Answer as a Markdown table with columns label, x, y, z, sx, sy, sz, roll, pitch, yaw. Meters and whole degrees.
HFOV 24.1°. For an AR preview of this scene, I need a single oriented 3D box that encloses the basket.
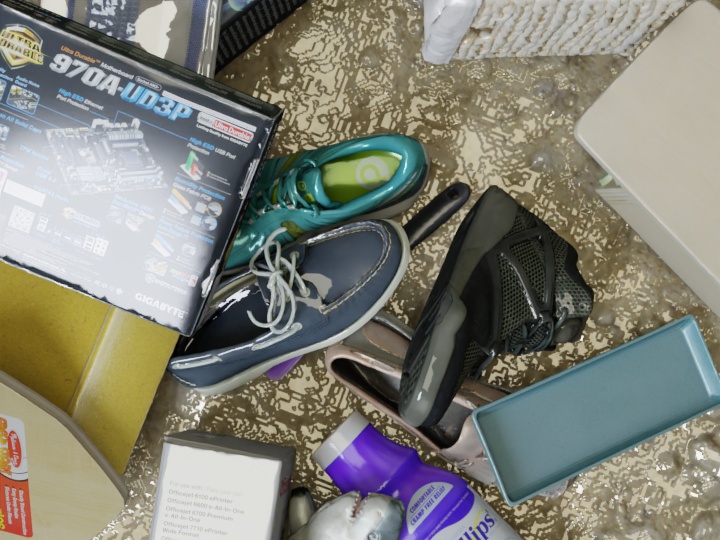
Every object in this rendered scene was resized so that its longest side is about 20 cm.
| label | x | y | z | sx | sy | sz | roll | pitch | yaw |
| --- | --- | --- | --- | --- | --- | --- | --- | --- | --- |
| basket | 0.124 | -0.255 | 1.151 | 0.160 | 0.198 | 0.201 | -1 | 86 | -3 |

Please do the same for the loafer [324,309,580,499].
| label | x | y | z | sx | sy | sz | roll | pitch | yaw |
| --- | --- | --- | --- | --- | --- | --- | --- | --- | --- |
| loafer | 0.061 | 0.105 | 1.186 | 0.199 | 0.063 | 0.072 | 34 | 123 | 7 |

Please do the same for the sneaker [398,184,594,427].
| label | x | y | z | sx | sy | sz | roll | pitch | yaw |
| --- | --- | --- | --- | --- | --- | --- | --- | --- | --- |
| sneaker | 0.099 | 0.039 | 1.162 | 0.114 | 0.076 | 0.200 | 30 | 50 | -3 |

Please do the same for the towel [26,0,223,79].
| label | x | y | z | sx | sy | sz | roll | pitch | yaw |
| --- | --- | --- | --- | --- | --- | --- | --- | --- | --- |
| towel | -0.191 | -0.154 | 1.130 | 0.199 | 0.024 | 0.148 | 9 | 87 | 2 |

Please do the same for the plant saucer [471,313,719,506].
| label | x | y | z | sx | sy | sz | roll | pitch | yaw |
| --- | --- | --- | --- | --- | --- | --- | --- | --- | --- |
| plant saucer | 0.167 | 0.096 | 1.177 | 0.199 | 0.019 | 0.070 | -21 | 87 | -25 |

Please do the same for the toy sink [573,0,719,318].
| label | x | y | z | sx | sy | sz | roll | pitch | yaw |
| --- | --- | --- | --- | --- | --- | --- | --- | --- | --- |
| toy sink | 0.247 | -0.071 | 1.173 | 0.200 | 0.112 | 0.130 | 44 | 89 | -5 |

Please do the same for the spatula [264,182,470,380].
| label | x | y | z | sx | sy | sz | roll | pitch | yaw |
| --- | --- | --- | --- | --- | --- | --- | --- | --- | --- |
| spatula | 0.000 | 0.000 | 1.221 | 0.200 | 0.021 | 0.057 | -37 | 54 | -6 |

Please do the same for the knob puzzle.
| label | x | y | z | sx | sy | sz | roll | pitch | yaw |
| --- | --- | --- | --- | --- | --- | --- | --- | --- | --- |
| knob puzzle | -0.252 | 0.128 | 1.164 | 0.218 | 0.031 | 0.221 | 10 | 132 | 11 |

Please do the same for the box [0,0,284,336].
| label | x | y | z | sx | sy | sz | roll | pitch | yaw |
| --- | --- | --- | --- | --- | --- | --- | --- | --- | --- |
| box | -0.170 | -0.068 | 1.094 | 0.199 | 0.046 | 0.160 | 22 | 105 | -2 |

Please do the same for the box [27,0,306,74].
| label | x | y | z | sx | sy | sz | roll | pitch | yaw |
| --- | --- | --- | --- | --- | --- | --- | --- | --- | --- |
| box | -0.153 | -0.205 | 1.196 | 0.200 | 0.107 | 0.149 | -39 | 87 | -1 |

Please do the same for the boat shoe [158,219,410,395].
| label | x | y | z | sx | sy | sz | roll | pitch | yaw |
| --- | --- | --- | --- | --- | --- | --- | --- | --- | --- |
| boat shoe | -0.059 | 0.019 | 1.174 | 0.199 | 0.062 | 0.075 | -27 | 60 | 21 |

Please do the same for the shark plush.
| label | x | y | z | sx | sy | sz | roll | pitch | yaw |
| --- | --- | --- | --- | --- | --- | --- | --- | --- | --- |
| shark plush | -0.017 | 0.244 | 1.158 | 0.083 | 0.091 | 0.201 | 5 | 101 | 3 |

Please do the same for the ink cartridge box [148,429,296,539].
| label | x | y | z | sx | sy | sz | roll | pitch | yaw |
| --- | --- | --- | --- | --- | --- | --- | --- | --- | --- |
| ink cartridge box | -0.102 | 0.216 | 1.152 | 0.083 | 0.145 | 0.201 | 9 | 87 | 2 |

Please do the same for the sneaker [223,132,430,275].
| label | x | y | z | sx | sy | sz | roll | pitch | yaw |
| --- | --- | --- | --- | --- | --- | --- | --- | --- | --- |
| sneaker | -0.047 | -0.056 | 1.199 | 0.199 | 0.080 | 0.078 | -21 | 85 | 1 |

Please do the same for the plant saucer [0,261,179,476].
| label | x | y | z | sx | sy | sz | roll | pitch | yaw |
| --- | --- | --- | --- | --- | --- | --- | --- | --- | --- |
| plant saucer | -0.223 | 0.019 | 1.184 | 0.199 | 0.048 | 0.201 | 22 | 88 | 21 |

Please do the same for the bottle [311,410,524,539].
| label | x | y | z | sx | sy | sz | roll | pitch | yaw |
| --- | --- | --- | --- | --- | --- | --- | --- | --- | --- |
| bottle | 0.051 | 0.184 | 1.186 | 0.200 | 0.065 | 0.084 | 45 | 62 | 4 |
